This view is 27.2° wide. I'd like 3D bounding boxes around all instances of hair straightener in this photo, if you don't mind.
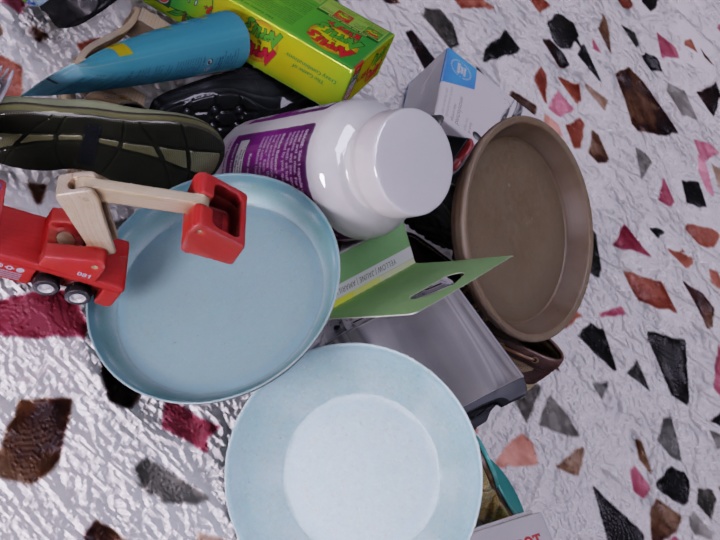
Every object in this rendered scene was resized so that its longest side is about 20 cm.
[{"bbox_3d":[0.028,-0.132,1.334,0.077,0.200,0.041,37,88,-24],"label":"hair straightener"}]

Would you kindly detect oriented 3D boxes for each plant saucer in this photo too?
[{"bbox_3d":[-0.109,0.016,1.125,0.027,0.199,0.201,66,19,-56],"label":"plant saucer"},{"bbox_3d":[-0.003,0.156,1.124,0.202,0.200,0.039,64,9,11],"label":"plant saucer"},{"bbox_3d":[0.143,-0.036,1.319,0.200,0.029,0.201,4,84,-48],"label":"plant saucer"}]

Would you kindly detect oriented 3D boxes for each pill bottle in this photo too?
[{"bbox_3d":[-0.022,-0.078,1.198,0.112,0.200,0.113,2,87,-40],"label":"pill bottle"}]

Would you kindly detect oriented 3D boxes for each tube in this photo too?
[{"bbox_3d":[-0.175,-0.170,1.202,0.200,0.077,0.051,-23,88,-46],"label":"tube"}]

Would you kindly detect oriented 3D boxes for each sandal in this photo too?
[{"bbox_3d":[-0.197,-0.110,1.143,0.200,0.080,0.058,10,43,-26],"label":"sandal"}]

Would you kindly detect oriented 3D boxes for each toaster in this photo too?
[{"bbox_3d":[0.031,0.090,1.226,0.200,0.114,0.130,-23,76,-38],"label":"toaster"}]

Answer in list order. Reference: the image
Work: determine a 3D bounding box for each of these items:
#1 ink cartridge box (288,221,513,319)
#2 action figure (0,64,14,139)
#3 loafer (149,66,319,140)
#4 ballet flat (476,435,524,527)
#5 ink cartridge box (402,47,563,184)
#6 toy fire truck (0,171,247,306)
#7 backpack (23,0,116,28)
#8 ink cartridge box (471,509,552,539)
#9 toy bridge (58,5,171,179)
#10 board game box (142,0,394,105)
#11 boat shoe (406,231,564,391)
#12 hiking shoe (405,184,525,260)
[{"bbox_3d":[0.000,0.000,1.193,0.145,0.199,0.048,-28,104,-48],"label":"ink cartridge box"},{"bbox_3d":[-0.336,-0.141,1.059,0.200,0.069,0.130,40,78,3],"label":"action figure"},{"bbox_3d":[-0.104,-0.143,1.300,0.200,0.068,0.070,-12,37,-39],"label":"loafer"},{"bbox_3d":[0.088,0.181,1.230,0.200,0.070,0.071,54,19,-67],"label":"ballet flat"},{"bbox_3d":[0.135,-0.114,1.476,0.200,0.068,0.116,35,40,-19],"label":"ink cartridge box"},{"bbox_3d":[-0.197,-0.033,1.068,0.199,0.141,0.049,17,53,-25],"label":"toy fire truck"},{"bbox_3d":[-0.263,-0.316,1.221,0.200,0.153,0.163,60,43,-26],"label":"backpack"},{"bbox_3d":[0.110,0.308,1.174,0.144,0.084,0.201,-7,69,-44],"label":"ink cartridge box"},{"bbox_3d":[-0.211,-0.150,1.228,0.067,0.027,0.201,30,49,-23],"label":"toy bridge"},{"bbox_3d":[-0.080,-0.224,1.317,0.199,0.048,0.102,31,35,7],"label":"board game box"},{"bbox_3d":[0.105,0.029,1.360,0.200,0.072,0.072,45,43,-9],"label":"boat shoe"},{"bbox_3d":[0.104,-0.061,1.361,0.101,0.076,0.200,-61,146,-5],"label":"hiking shoe"}]
